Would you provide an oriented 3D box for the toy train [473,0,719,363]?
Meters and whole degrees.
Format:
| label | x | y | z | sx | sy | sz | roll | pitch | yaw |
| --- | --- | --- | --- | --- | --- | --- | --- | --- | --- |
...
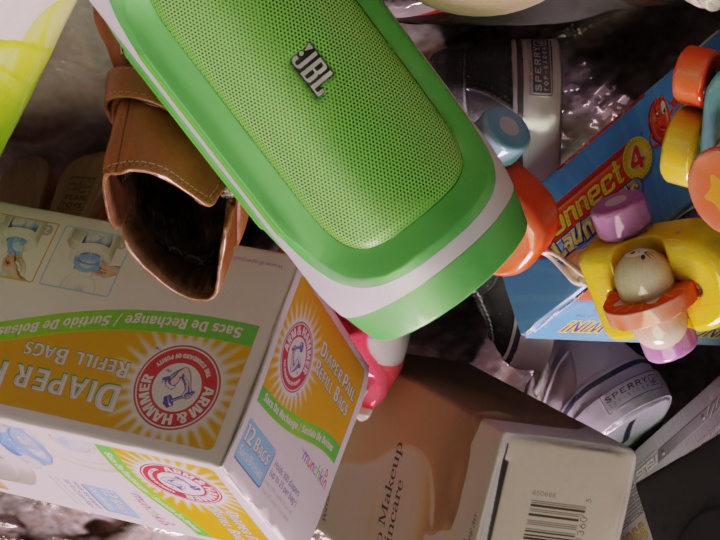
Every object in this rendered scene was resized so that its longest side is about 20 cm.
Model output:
| label | x | y | z | sx | sy | sz | roll | pitch | yaw |
| --- | --- | --- | --- | --- | --- | --- | --- | --- | --- |
| toy train | 0.094 | -0.036 | 0.919 | 0.150 | 0.056 | 0.200 | 46 | 134 | -2 |

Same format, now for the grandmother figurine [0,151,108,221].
| label | x | y | z | sx | sy | sz | roll | pitch | yaw |
| --- | --- | --- | --- | --- | --- | --- | --- | --- | --- |
| grandmother figurine | -0.084 | 0.011 | 1.186 | 0.121 | 0.061 | 0.200 | 12 | 160 | 42 |

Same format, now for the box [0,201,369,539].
| label | x | y | z | sx | sy | sz | roll | pitch | yaw |
| --- | --- | --- | --- | --- | --- | --- | --- | --- | --- |
| box | -0.113 | 0.046 | 1.085 | 0.200 | 0.101 | 0.113 | 11 | 156 | 22 |

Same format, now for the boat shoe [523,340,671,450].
| label | x | y | z | sx | sy | sz | roll | pitch | yaw |
| --- | --- | --- | --- | --- | --- | --- | --- | --- | --- |
| boat shoe | 0.118 | 0.071 | 1.245 | 0.073 | 0.067 | 0.200 | -25 | 162 | -15 |

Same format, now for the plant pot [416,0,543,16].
| label | x | y | z | sx | sy | sz | roll | pitch | yaw |
| --- | --- | --- | --- | --- | --- | --- | --- | --- | --- |
| plant pot | 0.040 | -0.172 | 0.821 | 0.187 | 0.188 | 0.200 | 0 | 160 | 5 |

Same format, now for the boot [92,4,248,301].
| label | x | y | z | sx | sy | sz | roll | pitch | yaw |
| --- | --- | --- | --- | --- | --- | --- | --- | --- | --- |
| boot | -0.048 | -0.056 | 0.991 | 0.077 | 0.155 | 0.200 | -8 | 148 | 16 |

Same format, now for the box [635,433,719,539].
| label | x | y | z | sx | sy | sz | roll | pitch | yaw |
| --- | --- | --- | --- | --- | --- | --- | --- | --- | --- |
| box | 0.253 | 0.115 | 1.071 | 0.200 | 0.125 | 0.149 | -5 | 160 | -30 |

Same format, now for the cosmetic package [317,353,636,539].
| label | x | y | z | sx | sy | sz | roll | pitch | yaw |
| --- | --- | --- | --- | --- | --- | --- | --- | --- | --- |
| cosmetic package | 0.051 | 0.108 | 1.175 | 0.071 | 0.105 | 0.200 | 10 | -176 | -21 |

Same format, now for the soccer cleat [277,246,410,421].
| label | x | y | z | sx | sy | sz | roll | pitch | yaw |
| --- | --- | --- | --- | --- | --- | --- | --- | --- | --- |
| soccer cleat | 0.000 | 0.000 | 1.121 | 0.067 | 0.077 | 0.200 | 16 | 153 | 6 |

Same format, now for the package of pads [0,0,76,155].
| label | x | y | z | sx | sy | sz | roll | pitch | yaw |
| --- | --- | --- | --- | --- | --- | --- | --- | --- | --- |
| package of pads | -0.199 | -0.094 | 0.980 | 0.154 | 0.068 | 0.200 | -15 | 157 | -32 |

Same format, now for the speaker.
| label | x | y | z | sx | sy | sz | roll | pitch | yaw |
| --- | --- | --- | --- | --- | --- | --- | --- | --- | --- |
| speaker | -0.026 | -0.073 | 0.882 | 0.088 | 0.088 | 0.200 | -28 | 107 | 37 |

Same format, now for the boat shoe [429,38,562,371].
| label | x | y | z | sx | sy | sz | roll | pitch | yaw |
| --- | --- | --- | --- | --- | --- | --- | --- | --- | --- |
| boat shoe | 0.057 | -0.026 | 1.101 | 0.068 | 0.072 | 0.200 | -1 | 143 | 3 |

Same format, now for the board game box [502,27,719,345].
| label | x | y | z | sx | sy | sz | roll | pitch | yaw |
| --- | --- | --- | --- | --- | --- | --- | --- | --- | --- |
| board game box | 0.191 | -0.038 | 1.022 | 0.200 | 0.056 | 0.196 | 4 | 149 | -37 |

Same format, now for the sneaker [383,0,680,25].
| label | x | y | z | sx | sy | sz | roll | pitch | yaw |
| --- | --- | --- | --- | --- | --- | --- | --- | --- | --- |
| sneaker | 0.085 | -0.134 | 0.963 | 0.200 | 0.077 | 0.082 | -2 | 171 | 11 |

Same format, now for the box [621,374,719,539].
| label | x | y | z | sx | sy | sz | roll | pitch | yaw |
| --- | --- | --- | --- | --- | --- | --- | --- | --- | --- |
| box | 0.208 | 0.104 | 1.245 | 0.158 | 0.048 | 0.200 | -6 | 153 | -32 |
